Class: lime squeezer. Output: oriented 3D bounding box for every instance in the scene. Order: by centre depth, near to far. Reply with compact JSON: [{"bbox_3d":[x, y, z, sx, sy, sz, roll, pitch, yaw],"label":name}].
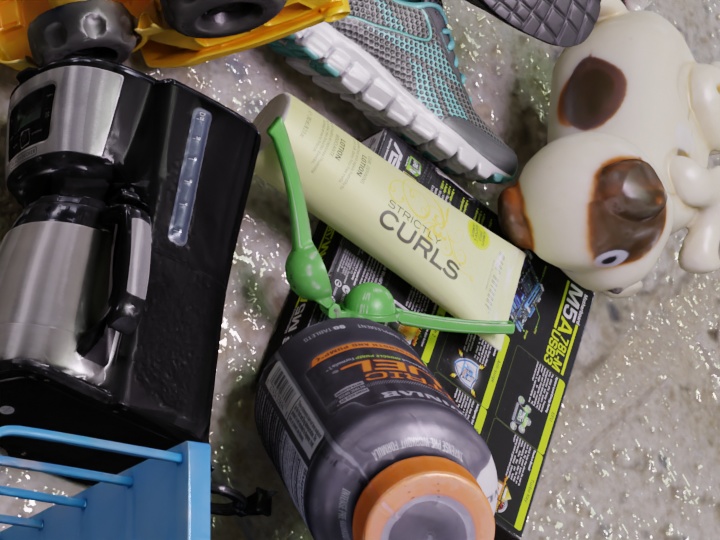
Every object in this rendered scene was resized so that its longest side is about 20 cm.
[{"bbox_3d":[0.000,0.000,1.335,0.200,0.038,0.071,40,72,-20],"label":"lime squeezer"}]

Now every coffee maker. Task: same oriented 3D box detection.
[{"bbox_3d":[-0.127,0.010,1.245,0.192,0.134,0.201,46,46,-48],"label":"coffee maker"}]

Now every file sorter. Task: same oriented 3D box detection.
[{"bbox_3d":[-0.173,0.165,1.076,0.122,0.200,0.139,13,65,-34],"label":"file sorter"}]

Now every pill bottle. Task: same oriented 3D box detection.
[{"bbox_3d":[0.012,0.105,1.232,0.106,0.200,0.107,-5,109,-14],"label":"pill bottle"}]

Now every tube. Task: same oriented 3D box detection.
[{"bbox_3d":[0.019,-0.034,1.367,0.200,0.052,0.058,35,92,-21],"label":"tube"}]

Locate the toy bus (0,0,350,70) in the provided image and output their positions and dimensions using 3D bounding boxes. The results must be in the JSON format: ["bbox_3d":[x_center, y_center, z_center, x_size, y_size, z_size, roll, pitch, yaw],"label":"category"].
[{"bbox_3d":[-0.105,-0.178,1.318,0.192,0.199,0.136,33,42,-69],"label":"toy bus"}]

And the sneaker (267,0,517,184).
[{"bbox_3d":[0.036,-0.131,1.439,0.200,0.078,0.091,37,81,-25],"label":"sneaker"}]

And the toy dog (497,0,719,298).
[{"bbox_3d":[0.171,-0.071,1.461,0.200,0.139,0.194,-59,137,-46],"label":"toy dog"}]

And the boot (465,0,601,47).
[{"bbox_3d":[0.055,-0.210,1.452,0.200,0.132,0.070,33,86,-13],"label":"boot"}]

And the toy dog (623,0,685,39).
[{"bbox_3d":[0.170,-0.225,1.597,0.200,0.096,0.132,29,56,-29],"label":"toy dog"}]

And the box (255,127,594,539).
[{"bbox_3d":[0.046,0.043,1.417,0.193,0.047,0.201,38,52,-24],"label":"box"}]
